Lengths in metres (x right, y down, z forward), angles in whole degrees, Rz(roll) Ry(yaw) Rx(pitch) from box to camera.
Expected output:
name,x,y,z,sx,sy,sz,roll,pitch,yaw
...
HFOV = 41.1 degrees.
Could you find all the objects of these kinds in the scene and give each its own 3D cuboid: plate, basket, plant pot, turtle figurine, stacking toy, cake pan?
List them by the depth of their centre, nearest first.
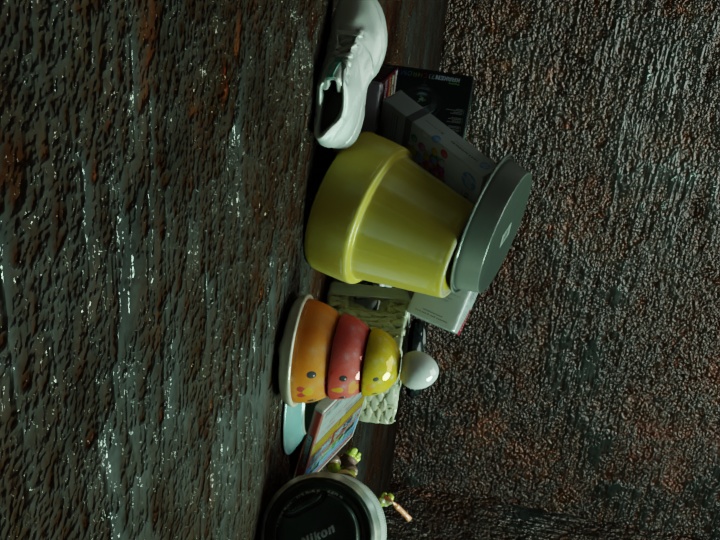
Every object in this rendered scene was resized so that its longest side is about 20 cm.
name,x,y,z,sx,sy,sz,roll,pitch,yaw
stacking toy,0.001,0.113,1.227,0.146,0.198,0.147,7,90,-82
cake pan,0.179,-0.056,1.287,0.201,0.037,0.201,-57,161,-30
plant pot,0.053,-0.059,1.290,0.201,0.188,0.201,-54,160,-31
plate,-0.077,0.166,1.382,0.200,0.025,0.202,8,90,-83
basket,0.004,0.135,1.520,0.124,0.134,0.201,-79,174,-48
turtle figurine,-0.017,0.352,1.583,0.065,0.199,0.161,-61,-159,18

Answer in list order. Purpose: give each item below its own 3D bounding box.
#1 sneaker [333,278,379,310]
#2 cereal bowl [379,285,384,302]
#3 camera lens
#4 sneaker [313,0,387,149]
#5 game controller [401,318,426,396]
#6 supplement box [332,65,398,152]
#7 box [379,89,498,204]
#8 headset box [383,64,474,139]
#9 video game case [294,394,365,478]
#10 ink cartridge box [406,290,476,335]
name,x,y,z,sx,sy,sz,roll,pitch,yaw
sneaker,0.000,0.000,1.523,0.088,0.075,0.201,-129,-148,-63
cereal bowl,0.012,0.021,1.699,0.200,0.083,0.202,8,90,-84
camera lens,-0.046,0.359,1.317,0.200,0.159,0.161,69,31,-77
sneaker,-0.019,-0.251,1.185,0.088,0.075,0.202,-11,112,-70
game controller,0.087,0.137,1.553,0.200,0.042,0.105,-33,117,-84
supplement box,0.010,-0.245,1.440,0.200,0.060,0.110,-65,164,-69
box,0.104,-0.138,1.365,0.041,0.200,0.156,-32,149,-28
headset box,0.106,-0.258,1.749,0.093,0.173,0.201,86,15,-63
video game case,-0.038,0.228,1.438,0.143,0.017,0.201,-40,156,-42
ink cartridge box,0.153,-0.008,1.492,0.145,0.083,0.201,33,80,-79
